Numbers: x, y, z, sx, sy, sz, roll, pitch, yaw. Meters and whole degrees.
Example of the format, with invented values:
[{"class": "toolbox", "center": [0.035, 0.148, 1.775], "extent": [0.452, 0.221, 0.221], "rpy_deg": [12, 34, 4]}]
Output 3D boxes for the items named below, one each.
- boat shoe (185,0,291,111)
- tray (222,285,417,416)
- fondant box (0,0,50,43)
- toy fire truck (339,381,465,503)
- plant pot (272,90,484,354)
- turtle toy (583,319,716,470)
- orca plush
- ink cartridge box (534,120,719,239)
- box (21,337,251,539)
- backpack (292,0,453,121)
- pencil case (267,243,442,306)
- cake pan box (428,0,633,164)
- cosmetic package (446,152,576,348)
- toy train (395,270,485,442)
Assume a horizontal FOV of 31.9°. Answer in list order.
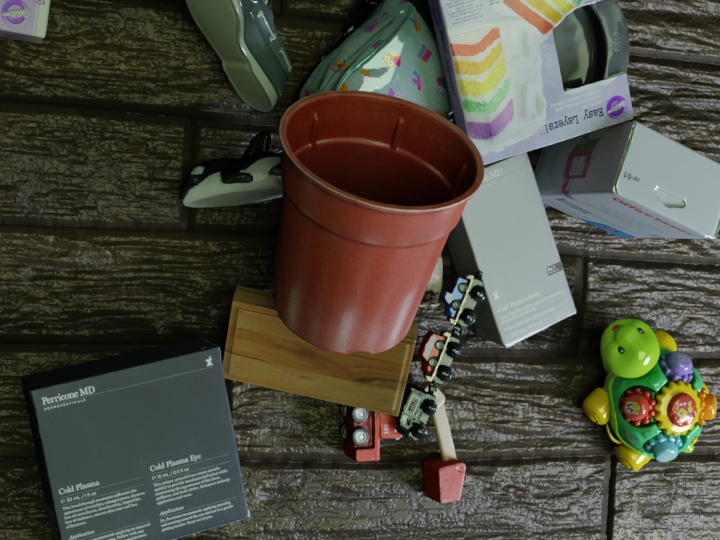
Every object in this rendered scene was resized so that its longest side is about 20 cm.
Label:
[{"class": "boat shoe", "center": [-0.124, -0.260, 1.311], "extent": [0.062, 0.072, 0.201], "rpy_deg": [-52, 139, -28]}, {"class": "tray", "center": [-0.045, 0.087, 1.347], "extent": [0.196, 0.037, 0.100], "rpy_deg": [12, 119, -1]}, {"class": "fondant box", "center": [-0.373, -0.340, 1.249], "extent": [0.142, 0.058, 0.204], "rpy_deg": [7, 91, -21]}, {"class": "toy fire truck", "center": [0.048, 0.163, 1.434], "extent": [0.139, 0.049, 0.204], "rpy_deg": [-1, 92, -20]}, {"class": "plant pot", "center": [0.000, -0.039, 1.231], "extent": [0.197, 0.202, 0.197], "rpy_deg": [0, 129, -20]}, {"class": "turtle toy", "center": [0.347, 0.143, 1.507], "extent": [0.145, 0.101, 0.201], "rpy_deg": [-41, 105, -13]}, {"class": "orca plush", "center": [-0.098, -0.118, 1.328], "extent": [0.105, 0.197, 0.072], "rpy_deg": [15, 66, -61]}, {"class": "ink cartridge box", "center": [0.305, -0.099, 1.434], "extent": [0.143, 0.200, 0.086], "rpy_deg": [22, 86, -20]}, {"class": "box", "center": [-0.232, 0.182, 1.303], "extent": [0.197, 0.104, 0.185], "rpy_deg": [-11, 98, -19]}, {"class": "backpack", "center": [0.024, -0.200, 1.366], "extent": [0.200, 0.126, 0.168], "rpy_deg": [-41, 108, -10]}, {"class": "pencil case", "center": [0.000, 0.000, 1.393], "extent": [0.197, 0.078, 0.091], "rpy_deg": [2, 109, -20]}, {"class": "cake pan box", "center": [0.184, -0.225, 1.325], "extent": [0.197, 0.052, 0.187], "rpy_deg": [-16, 109, -9]}, {"class": "cosmetic package", "center": [0.161, -0.029, 1.447], "extent": [0.106, 0.090, 0.203], "rpy_deg": [-24, 104, -14]}, {"class": "toy train", "center": [0.086, 0.090, 1.393], "extent": [0.045, 0.034, 0.203], "rpy_deg": [23, 91, -2]}]
